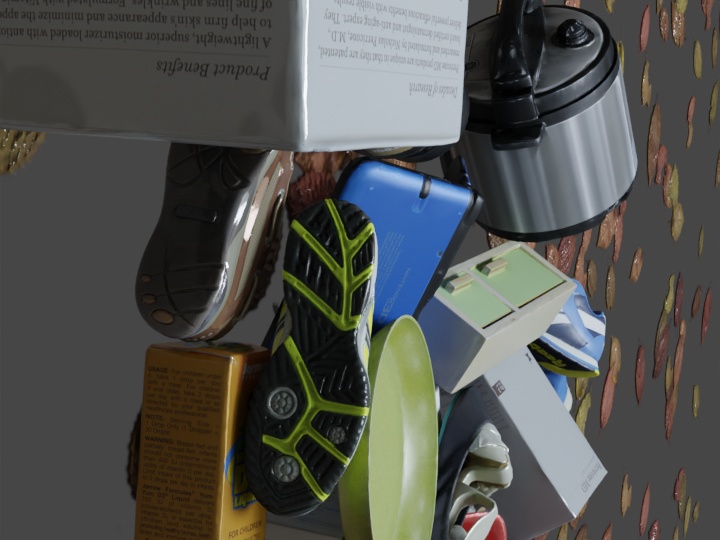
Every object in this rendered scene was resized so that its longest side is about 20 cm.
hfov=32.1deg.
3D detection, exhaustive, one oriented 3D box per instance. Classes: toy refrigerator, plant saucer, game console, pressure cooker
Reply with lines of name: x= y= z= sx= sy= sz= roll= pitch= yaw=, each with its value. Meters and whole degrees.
toy refrigerator: x=0.111 y=0.032 z=1.093 sx=0.200 sy=0.076 sz=0.070 roll=-22 pitch=147 yaw=-56
plant saucer: x=0.019 y=0.131 z=0.878 sx=0.200 sy=0.031 sz=0.200 roll=-1 pitch=90 yaw=-74
game console: x=0.000 y=0.000 z=0.956 sx=0.171 sy=0.118 sz=0.200 roll=13 pitch=110 yaw=-36
pressure cooker: x=0.157 y=-0.150 z=1.140 sx=0.179 sy=0.176 sz=0.200 roll=-33 pitch=131 yaw=-16

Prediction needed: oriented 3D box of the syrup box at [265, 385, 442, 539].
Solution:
syrup box: x=-0.005 y=0.170 z=0.991 sx=0.200 sy=0.081 sz=0.079 roll=-51 pitch=142 yaw=-52

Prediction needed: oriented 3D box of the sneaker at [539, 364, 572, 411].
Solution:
sneaker: x=0.194 y=0.084 z=1.383 sx=0.111 sy=0.077 sz=0.200 roll=59 pitch=42 yaw=-33

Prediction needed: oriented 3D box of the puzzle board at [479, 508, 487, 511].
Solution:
puzzle board: x=0.128 y=0.185 z=1.352 sx=0.200 sy=0.017 sz=0.151 roll=14 pitch=82 yaw=-65

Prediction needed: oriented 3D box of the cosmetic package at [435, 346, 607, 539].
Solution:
cosmetic package: x=0.134 y=0.142 z=1.169 sx=0.200 sy=0.081 sz=0.113 roll=55 pitch=31 yaw=1

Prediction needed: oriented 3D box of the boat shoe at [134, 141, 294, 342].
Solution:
boat shoe: x=-0.083 y=-0.048 z=0.799 sx=0.200 sy=0.076 sz=0.072 roll=-69 pitch=156 yaw=-10

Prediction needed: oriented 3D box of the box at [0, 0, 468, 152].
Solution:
box: x=-0.069 y=-0.133 z=0.650 sx=0.200 sy=0.199 sz=0.131 roll=-14 pitch=109 yaw=-64

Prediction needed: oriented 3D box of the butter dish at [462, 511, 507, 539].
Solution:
butter dish: x=0.056 y=0.316 z=1.003 sx=0.199 sy=0.148 sz=0.200 roll=-4 pitch=103 yaw=-23

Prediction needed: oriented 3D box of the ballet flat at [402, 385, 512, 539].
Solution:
ballet flat: x=0.083 y=0.176 z=1.007 sx=0.200 sy=0.073 sz=0.073 roll=-58 pitch=145 yaw=-42

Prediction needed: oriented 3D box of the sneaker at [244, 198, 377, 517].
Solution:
sneaker: x=-0.022 y=0.058 z=0.799 sx=0.076 sy=0.075 sz=0.200 roll=55 pitch=48 yaw=-79

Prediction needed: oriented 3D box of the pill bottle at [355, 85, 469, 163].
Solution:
pill bottle: x=0.008 y=-0.146 z=0.911 sx=0.200 sy=0.112 sz=0.112 roll=25 pitch=73 yaw=-63

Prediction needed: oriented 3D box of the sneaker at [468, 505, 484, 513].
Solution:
sneaker: x=0.058 y=0.240 z=1.151 sx=0.200 sy=0.081 sz=0.083 roll=-21 pitch=145 yaw=-51

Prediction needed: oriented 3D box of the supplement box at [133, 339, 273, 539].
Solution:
supplement box: x=-0.101 y=0.146 z=0.803 sx=0.067 sy=0.069 sz=0.200 roll=-4 pitch=96 yaw=-67

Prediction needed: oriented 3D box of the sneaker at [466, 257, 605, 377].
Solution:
sneaker: x=0.181 y=0.035 z=1.299 sx=0.200 sy=0.074 sz=0.082 roll=37 pitch=67 yaw=-29
